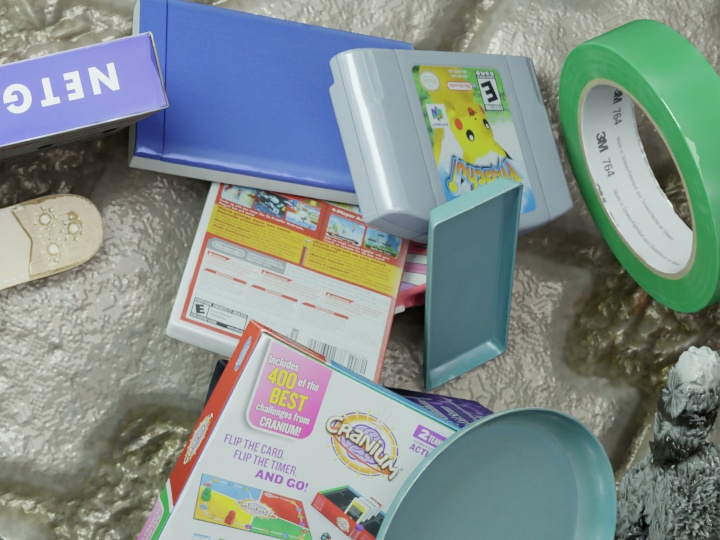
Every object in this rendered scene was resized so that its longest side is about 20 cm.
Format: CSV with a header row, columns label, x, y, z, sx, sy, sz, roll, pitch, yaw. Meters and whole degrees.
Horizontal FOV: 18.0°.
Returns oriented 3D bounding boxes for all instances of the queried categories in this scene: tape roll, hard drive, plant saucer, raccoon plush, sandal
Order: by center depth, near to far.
label,x,y,z,sx,sy,sz,roll,pitch,yaw
plant saucer,0.079,0.176,1.431,0.199,0.027,0.202,-16,118,-33
sandal,-0.263,0.000,1.486,0.210,0.070,0.078,-24,94,-17
plant saucer,0.072,0.010,1.543,0.069,0.201,0.019,-26,58,-17
hard drive,-0.058,-0.114,1.553,0.198,0.025,0.133,9,57,-17
tape roll,0.208,-0.072,1.569,0.048,0.200,0.202,-25,94,-16
raccoon plush,0.267,0.160,1.603,0.133,0.097,0.201,7,122,-20

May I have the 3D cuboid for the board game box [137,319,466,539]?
label,x,y,z,sx,sy,sz,roll,pitch,yaw
board game box,-0.046,0.154,1.407,0.152,0.040,0.201,28,90,-17

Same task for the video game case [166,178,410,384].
label,x,y,z,sx,sy,sz,roll,pitch,yaw
video game case,-0.040,-0.013,1.520,0.142,0.017,0.201,19,49,-6

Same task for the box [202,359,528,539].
label,x,y,z,sx,sy,sz,roll,pitch,yaw
box,0.000,0.136,1.513,0.198,0.148,0.105,10,96,-17

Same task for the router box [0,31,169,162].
label,x,y,z,sx,sy,sz,roll,pitch,yaw
router box,-0.236,-0.096,1.443,0.198,0.179,0.049,-15,92,-18

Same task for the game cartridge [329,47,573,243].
label,x,y,z,sx,sy,sz,roll,pitch,yaw
game cartridge,0.067,-0.083,1.556,0.199,0.040,0.135,-4,78,-47

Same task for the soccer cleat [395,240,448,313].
label,x,y,z,sx,sy,sz,roll,pitch,yaw
soccer cleat,0.000,0.000,1.574,0.199,0.067,0.077,-22,89,-14

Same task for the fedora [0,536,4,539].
label,x,y,z,sx,sy,sz,roll,pitch,yaw
fedora,-0.285,0.245,1.438,0.199,0.090,0.178,25,54,-32
